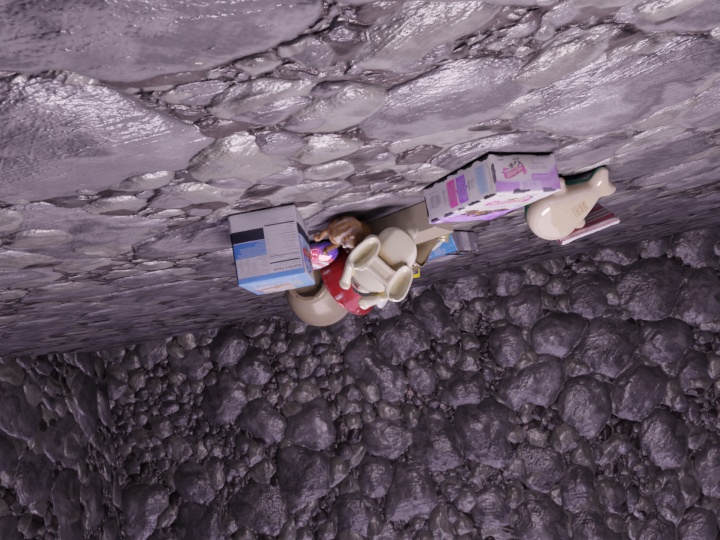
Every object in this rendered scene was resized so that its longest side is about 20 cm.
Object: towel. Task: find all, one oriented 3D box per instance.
[{"bbox_3d":[0.509,-0.124,1.437,0.144,0.030,0.201,-22,-154,2],"label":"towel"}]

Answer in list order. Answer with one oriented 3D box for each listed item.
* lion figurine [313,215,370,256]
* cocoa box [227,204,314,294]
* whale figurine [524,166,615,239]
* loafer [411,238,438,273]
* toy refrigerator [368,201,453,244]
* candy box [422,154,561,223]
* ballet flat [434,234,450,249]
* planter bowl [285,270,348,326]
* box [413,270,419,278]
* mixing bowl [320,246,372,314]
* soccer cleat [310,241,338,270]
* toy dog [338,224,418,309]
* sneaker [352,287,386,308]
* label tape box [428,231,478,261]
[{"bbox_3d":[-0.022,-0.084,1.319,0.121,0.073,0.200,-29,180,25],"label":"lion figurine"},{"bbox_3d":[-0.168,-0.034,1.173,0.131,0.134,0.200,-10,173,0],"label":"cocoa box"},{"bbox_3d":[0.457,-0.160,1.327,0.199,0.105,0.159,-34,127,17],"label":"whale figurine"},{"bbox_3d":[0.145,-0.068,1.451,0.067,0.076,0.201,-39,-165,34],"label":"loafer"},{"bbox_3d":[0.106,-0.099,1.350,0.198,0.071,0.075,-18,163,41],"label":"toy refrigerator"},{"bbox_3d":[0.243,-0.151,1.122,0.165,0.073,0.199,-6,172,-30],"label":"candy box"},{"bbox_3d":[0.163,-0.077,1.604,0.070,0.072,0.198,-4,171,-42],"label":"ballet flat"},{"bbox_3d":[-0.121,0.039,1.608,0.196,0.204,0.135,-12,164,11],"label":"planter bowl"},{"bbox_3d":[0.083,-0.025,1.633,0.069,0.066,0.199,-8,-167,-25],"label":"box"},{"bbox_3d":[0.000,0.000,1.551,0.108,0.203,0.198,-36,160,33],"label":"mixing bowl"},{"bbox_3d":[-0.151,-0.035,1.476,0.196,0.070,0.073,-10,164,-1],"label":"soccer cleat"},{"bbox_3d":[0.033,-0.016,1.286,0.138,0.196,0.200,31,161,-8],"label":"toy dog"},{"bbox_3d":[0.050,0.003,1.444,0.098,0.072,0.200,24,-138,15],"label":"sneaker"},{"bbox_3d":[0.239,-0.071,1.776,0.143,0.065,0.198,-17,171,38],"label":"label tape box"}]
